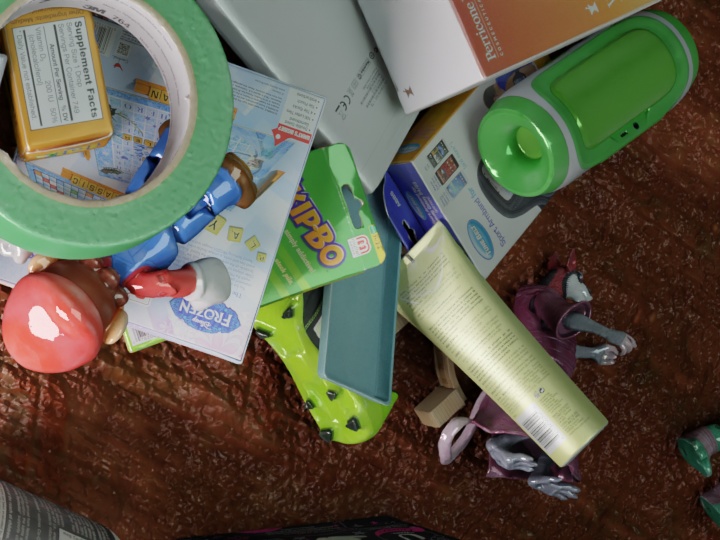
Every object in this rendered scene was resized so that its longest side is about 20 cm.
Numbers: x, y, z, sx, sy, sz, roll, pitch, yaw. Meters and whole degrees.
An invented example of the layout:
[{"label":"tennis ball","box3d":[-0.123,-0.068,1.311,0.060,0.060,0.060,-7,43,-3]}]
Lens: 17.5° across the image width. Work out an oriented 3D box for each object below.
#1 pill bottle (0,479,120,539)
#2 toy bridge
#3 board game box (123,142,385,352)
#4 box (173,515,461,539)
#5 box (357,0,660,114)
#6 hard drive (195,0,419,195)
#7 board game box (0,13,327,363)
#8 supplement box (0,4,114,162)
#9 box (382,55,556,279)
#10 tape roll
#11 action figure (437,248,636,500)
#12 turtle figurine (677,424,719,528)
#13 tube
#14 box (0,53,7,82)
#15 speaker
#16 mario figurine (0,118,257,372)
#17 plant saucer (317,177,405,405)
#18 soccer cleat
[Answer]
[{"label":"pill bottle","box3d":[-0.232,0.217,1.623,0.199,0.116,0.117,29,80,-31]},{"label":"toy bridge","box3d":[0.033,0.029,1.821,0.067,0.027,0.201,-41,114,-23]},{"label":"board game box","box3d":[-0.088,-0.018,1.690,0.199,0.030,0.096,-19,91,-7]},{"label":"box","box3d":[-0.031,0.266,1.757,0.199,0.115,0.133,-2,97,-32]},{"label":"box","box3d":[0.103,-0.229,1.755,0.199,0.106,0.153,-27,95,-35]},{"label":"hard drive","box3d":[-0.030,-0.171,1.736,0.200,0.027,0.132,50,50,-27]},{"label":"board game box","box3d":[-0.148,-0.060,1.646,0.199,0.041,0.201,20,85,-10]},{"label":"supplement box","box3d":[-0.217,-0.178,1.583,0.068,0.067,0.201,-8,89,-11]},{"label":"box","box3d":[0.097,-0.085,1.819,0.200,0.041,0.119,-51,120,-33]},{"label":"tape roll","box3d":[-0.183,-0.109,1.517,0.199,0.048,0.202,4,79,-22]},{"label":"action figure","box3d":[0.140,0.076,1.865,0.148,0.134,0.201,5,67,1]},{"label":"turtle figurine","box3d":[0.375,0.135,2.010,0.199,0.101,0.150,-31,97,-10]},{"label":"tube","box3d":[0.103,0.059,1.765,0.200,0.052,0.058,46,66,6]},{"label":"box","box3d":[-0.348,-0.072,1.525,0.176,0.096,0.201,16,87,-32]},{"label":"speaker","box3d":[0.179,-0.132,1.813,0.200,0.088,0.089,-35,113,-39]},{"label":"mario figurine","box3d":[-0.166,-0.010,1.595,0.200,0.123,0.106,-46,138,-15]},{"label":"plant saucer","box3d":[0.000,0.000,1.748,0.070,0.019,0.201,26,57,-38]},{"label":"soccer cleat","box3d":[-0.037,0.036,1.763,0.201,0.067,0.081,63,36,-13]}]
